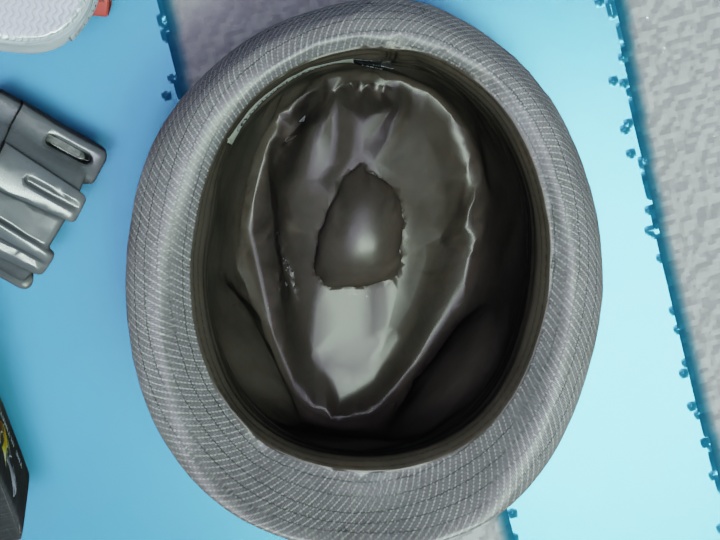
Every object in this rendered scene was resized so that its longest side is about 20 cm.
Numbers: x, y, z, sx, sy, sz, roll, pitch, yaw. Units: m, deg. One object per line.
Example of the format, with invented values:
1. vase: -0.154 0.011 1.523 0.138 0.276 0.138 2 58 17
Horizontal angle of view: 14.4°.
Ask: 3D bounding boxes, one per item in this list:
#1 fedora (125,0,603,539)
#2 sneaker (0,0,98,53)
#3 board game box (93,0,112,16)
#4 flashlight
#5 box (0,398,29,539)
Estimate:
1. fedora: 0.000 0.000 1.076 0.176 0.090 0.202 -2 92 -3
2. sneaker: -0.194 -0.119 1.034 0.199 0.071 0.073 18 87 -8
3. board game box: -0.188 -0.158 1.072 0.199 0.019 0.104 6 111 -3
4. flashlight: -0.201 -0.059 1.071 0.199 0.068 0.068 30 56 -13
5. box: -0.227 0.026 1.056 0.157 0.048 0.201 -13 118 4
